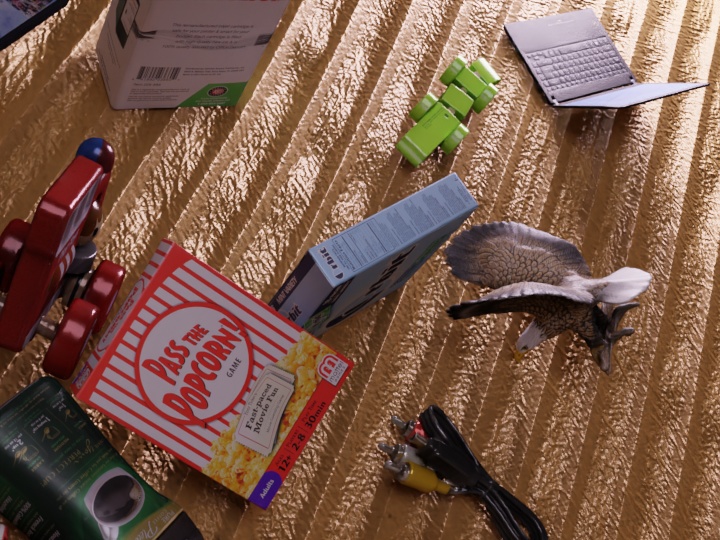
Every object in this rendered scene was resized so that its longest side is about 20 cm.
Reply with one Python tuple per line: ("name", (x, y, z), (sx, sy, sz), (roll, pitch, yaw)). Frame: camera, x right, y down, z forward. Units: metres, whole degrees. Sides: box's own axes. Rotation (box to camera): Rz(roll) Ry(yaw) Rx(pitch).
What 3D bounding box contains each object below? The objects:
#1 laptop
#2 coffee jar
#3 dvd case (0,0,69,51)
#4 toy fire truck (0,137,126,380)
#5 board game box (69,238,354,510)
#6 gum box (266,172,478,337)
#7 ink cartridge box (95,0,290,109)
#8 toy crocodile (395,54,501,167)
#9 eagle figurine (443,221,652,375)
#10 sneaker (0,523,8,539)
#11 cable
("laptop", (0.316, -0.278, 1.479), (0.176, 0.103, 0.202), (-17, 71, -35))
("coffee jar", (-0.223, 0.190, 0.923), (0.200, 0.085, 0.104), (45, 41, 3))
("dvd case", (-0.413, -0.307, 1.156), (0.200, 0.018, 0.143), (41, 51, 0))
("toy fire truck", (-0.251, -0.021, 0.960), (0.111, 0.169, 0.201), (26, 24, -7))
("board game box", (-0.126, 0.091, 0.991), (0.199, 0.046, 0.153), (34, 83, -21))
("gum box", (0.000, 0.000, 1.102), (0.199, 0.170, 0.045), (-29, 78, -37))
("ink cartridge box", (-0.167, -0.254, 1.142), (0.144, 0.200, 0.085), (-6, 64, -31))
("toy crocodile", (0.105, -0.189, 1.347), (0.067, 0.062, 0.201), (39, 56, -2))
("eagle figurine", (0.193, 0.030, 1.221), (0.199, 0.151, 0.152), (34, 72, -13))
("sneaker", (-0.341, 0.267, 0.834), (0.114, 0.079, 0.202), (17, 43, -8))
("cable", (0.104, 0.209, 1.133), (0.199, 0.050, 0.098), (40, 33, -17))
